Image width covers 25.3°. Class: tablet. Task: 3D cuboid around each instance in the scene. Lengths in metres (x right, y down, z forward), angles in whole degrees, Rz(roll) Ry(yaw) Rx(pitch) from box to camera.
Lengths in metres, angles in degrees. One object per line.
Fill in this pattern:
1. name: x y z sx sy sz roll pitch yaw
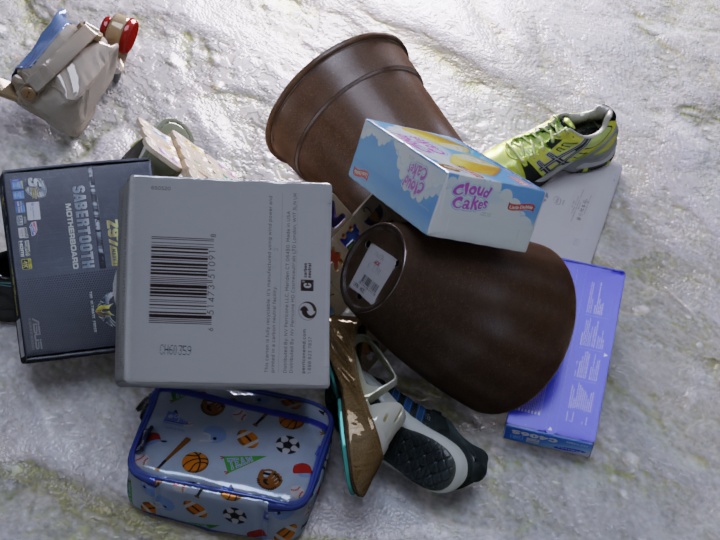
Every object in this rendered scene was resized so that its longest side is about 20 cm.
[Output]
1. tablet: 0.229 -0.080 1.902 0.130 0.014 0.200 16 47 10

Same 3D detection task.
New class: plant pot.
1. plant pot: 0.083 0.029 1.613 0.200 0.187 0.187 23 35 -38
2. plant pot: 0.028 -0.131 1.821 0.200 0.201 0.198 -26 61 -26

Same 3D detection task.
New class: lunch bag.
1. lunch bag: -0.131 0.178 1.591 0.199 0.076 0.160 14 45 6

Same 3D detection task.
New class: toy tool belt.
1. toy tool belt: -0.362 -0.261 1.944 0.123 0.125 0.200 21 48 3

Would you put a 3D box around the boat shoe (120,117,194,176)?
1. boat shoe: -0.259 -0.090 1.839 0.072 0.061 0.201 44 51 -17

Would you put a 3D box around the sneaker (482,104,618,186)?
1. sneaker: 0.216 -0.150 1.905 0.200 0.077 0.075 -21 53 -21

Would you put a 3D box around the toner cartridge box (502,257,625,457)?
1. toner cartridge box: 0.215 0.088 1.684 0.095 0.043 0.201 12 66 7

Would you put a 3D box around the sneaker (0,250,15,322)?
1. sneaker: -0.313 0.002 1.716 0.199 0.079 0.076 -13 46 -5

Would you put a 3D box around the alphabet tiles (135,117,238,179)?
1. alphabet tiles: -0.164 -0.101 1.778 0.195 0.015 0.200 37 8 -22

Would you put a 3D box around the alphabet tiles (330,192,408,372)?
1. alphabet tiles: 0.000 0.000 1.690 0.200 0.167 0.008 -48 22 -16

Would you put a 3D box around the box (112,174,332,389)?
1. box: -0.135 0.015 1.553 0.199 0.131 0.200 2 86 -13

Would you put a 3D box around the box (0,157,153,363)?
1. box: -0.285 -0.011 1.669 0.157 0.051 0.201 -6 85 -20

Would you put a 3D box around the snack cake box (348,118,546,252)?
1. snack cake box: 0.082 -0.087 1.605 0.115 0.067 0.200 11 15 -28

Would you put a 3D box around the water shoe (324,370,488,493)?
1. water shoe: 0.043 0.164 1.635 0.079 0.072 0.200 6 25 -49

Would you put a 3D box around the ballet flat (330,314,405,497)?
1. ballet flat: 0.004 0.126 1.586 0.072 0.068 0.200 -13 55 -1
